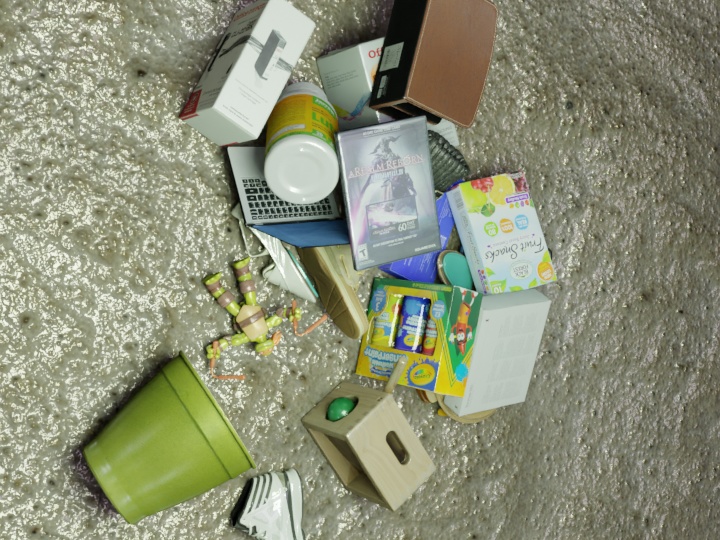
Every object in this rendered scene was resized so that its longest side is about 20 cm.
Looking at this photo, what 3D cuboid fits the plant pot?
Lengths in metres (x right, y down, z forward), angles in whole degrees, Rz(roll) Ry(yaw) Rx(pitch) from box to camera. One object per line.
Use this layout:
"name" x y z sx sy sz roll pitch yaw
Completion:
"plant pot" -0.281 0.251 1.392 0.192 0.200 0.202 -33 108 -13

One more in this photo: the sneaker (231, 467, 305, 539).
"sneaker" -0.147 0.419 1.543 0.114 0.076 0.204 -3 86 -22

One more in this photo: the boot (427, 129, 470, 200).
"boot" 0.110 -0.122 1.543 0.158 0.080 0.211 -45 153 12

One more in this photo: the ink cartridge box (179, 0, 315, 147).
"ink cartridge box" -0.168 -0.295 1.451 0.083 0.144 0.202 33 75 -27

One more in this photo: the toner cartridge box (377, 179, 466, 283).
"toner cartridge box" 0.108 -0.077 1.686 0.094 0.043 0.202 26 79 -30

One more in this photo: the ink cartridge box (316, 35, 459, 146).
"ink cartridge box" 0.043 -0.274 1.580 0.144 0.144 0.203 -23 102 -28

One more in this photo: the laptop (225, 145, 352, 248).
"laptop" -0.077 -0.116 1.481 0.186 0.115 0.203 -6 76 -42

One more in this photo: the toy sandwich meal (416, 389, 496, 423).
"toy sandwich meal" 0.183 0.176 1.729 0.203 0.070 0.209 -3 95 -34

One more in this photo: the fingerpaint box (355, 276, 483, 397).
"fingerpaint box" 0.091 0.105 1.586 0.073 0.199 0.169 15 85 -38

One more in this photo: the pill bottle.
"pill bottle" -0.087 -0.200 1.472 0.109 0.201 0.112 -1 128 -2

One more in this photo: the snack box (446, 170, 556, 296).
"snack box" 0.243 -0.060 1.682 0.141 0.053 0.203 -14 84 -26

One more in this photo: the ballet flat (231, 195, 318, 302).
"ballet flat" -0.139 -0.026 1.534 0.069 0.069 0.202 -35 105 -25

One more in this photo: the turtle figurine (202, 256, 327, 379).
"turtle figurine" -0.164 0.064 1.509 0.198 0.064 0.163 -26 98 -2

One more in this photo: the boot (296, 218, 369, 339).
"boot" 0.000 0.000 1.578 0.154 0.073 0.202 -19 70 -32

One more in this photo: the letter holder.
"letter holder" 0.116 -0.323 1.482 0.141 0.100 0.203 18 82 -31

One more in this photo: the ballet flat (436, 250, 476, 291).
"ballet flat" 0.182 0.021 1.712 0.199 0.065 0.071 33 72 -39

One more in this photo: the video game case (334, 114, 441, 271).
"video game case" 0.042 -0.113 1.422 0.141 0.019 0.203 -14 107 -20

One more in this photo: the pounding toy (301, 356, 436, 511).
"pounding toy" 0.022 0.249 1.563 0.142 0.183 0.201 -39 110 -24

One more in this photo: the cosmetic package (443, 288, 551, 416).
"cosmetic package" 0.229 0.137 1.644 0.149 0.052 0.203 -7 119 -35

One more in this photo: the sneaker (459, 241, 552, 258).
"sneaker" 0.262 -0.041 1.757 0.197 0.082 0.072 7 88 -31
